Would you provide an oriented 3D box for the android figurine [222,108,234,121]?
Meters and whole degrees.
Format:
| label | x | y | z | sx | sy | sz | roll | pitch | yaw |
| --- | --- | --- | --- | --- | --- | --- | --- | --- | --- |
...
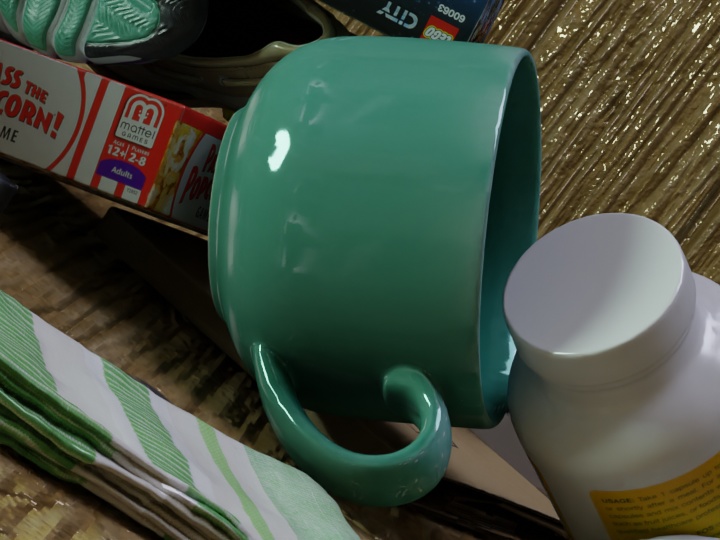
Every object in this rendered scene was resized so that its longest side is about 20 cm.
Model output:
| label | x | y | z | sx | sy | sz | roll | pitch | yaw |
| --- | --- | --- | --- | --- | --- | --- | --- | --- | --- |
| android figurine | 0.013 | -0.012 | 1.378 | 0.200 | 0.041 | 0.182 | 38 | -32 | 28 |

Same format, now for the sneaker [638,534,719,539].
| label | x | y | z | sx | sy | sz | roll | pitch | yaw |
| --- | --- | --- | --- | --- | --- | --- | --- | --- | --- |
| sneaker | 0.171 | 0.172 | 1.119 | 0.200 | 0.078 | 0.099 | 35 | 9 | -3 |

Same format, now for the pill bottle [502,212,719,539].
| label | x | y | z | sx | sy | sz | roll | pitch | yaw |
| --- | --- | --- | --- | --- | --- | --- | --- | --- | --- |
| pill bottle | 0.122 | 0.069 | 1.188 | 0.104 | 0.104 | 0.200 | 42 | -15 | 45 |

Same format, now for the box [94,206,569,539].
| label | x | y | z | sx | sy | sz | roll | pitch | yaw |
| --- | --- | --- | --- | --- | --- | --- | --- | --- | --- |
| box | -0.009 | 0.049 | 1.300 | 0.200 | 0.021 | 0.163 | 41 | 8 | 32 |

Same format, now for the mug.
| label | x | y | z | sx | sy | sz | roll | pitch | yaw |
| --- | --- | --- | --- | --- | --- | --- | --- | --- | --- |
| mug | 0.001 | -0.011 | 1.158 | 0.114 | 0.152 | 0.185 | 5 | 21 | 11 |

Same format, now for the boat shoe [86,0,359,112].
| label | x | y | z | sx | sy | sz | roll | pitch | yaw |
| --- | --- | --- | --- | --- | --- | --- | --- | --- | --- |
| boat shoe | -0.064 | -0.110 | 1.316 | 0.200 | 0.075 | 0.068 | 21 | -26 | 39 |

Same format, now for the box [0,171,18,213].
| label | x | y | z | sx | sy | sz | roll | pitch | yaw |
| --- | --- | --- | --- | --- | --- | --- | --- | --- | --- |
| box | -0.222 | -0.083 | 1.060 | 0.200 | 0.035 | 0.110 | 39 | 7 | 30 |

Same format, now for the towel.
| label | x | y | z | sx | sy | sz | roll | pitch | yaw |
| --- | --- | --- | --- | --- | --- | --- | --- | --- | --- |
| towel | -0.075 | 0.048 | 0.938 | 0.200 | 0.023 | 0.153 | 33 | 6 | -23 |

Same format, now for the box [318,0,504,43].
| label | x | y | z | sx | sy | sz | roll | pitch | yaw |
| --- | --- | --- | --- | --- | --- | --- | --- | --- | --- |
| box | -0.035 | -0.149 | 1.274 | 0.200 | 0.038 | 0.137 | 28 | 7 | 3 |

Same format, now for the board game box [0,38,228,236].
| label | x | y | z | sx | sy | sz | roll | pitch | yaw |
| --- | --- | --- | --- | --- | --- | --- | --- | --- | --- |
| board game box | -0.107 | -0.055 | 1.262 | 0.151 | 0.046 | 0.200 | 21 | 0 | 20 |

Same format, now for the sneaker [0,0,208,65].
| label | x | y | z | sx | sy | sz | roll | pitch | yaw |
| --- | --- | --- | --- | --- | --- | --- | --- | --- | --- |
| sneaker | -0.133 | -0.126 | 1.305 | 0.200 | 0.074 | 0.088 | 17 | -6 | 34 |

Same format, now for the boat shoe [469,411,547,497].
| label | x | y | z | sx | sy | sz | roll | pitch | yaw |
| --- | --- | --- | --- | --- | --- | --- | --- | --- | --- |
| boat shoe | 0.063 | 0.053 | 1.501 | 0.200 | 0.075 | 0.093 | 47 | 3 | 24 |
